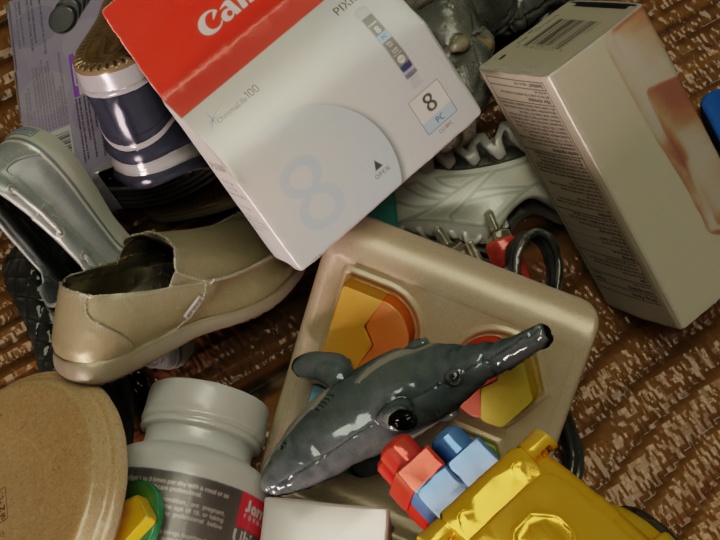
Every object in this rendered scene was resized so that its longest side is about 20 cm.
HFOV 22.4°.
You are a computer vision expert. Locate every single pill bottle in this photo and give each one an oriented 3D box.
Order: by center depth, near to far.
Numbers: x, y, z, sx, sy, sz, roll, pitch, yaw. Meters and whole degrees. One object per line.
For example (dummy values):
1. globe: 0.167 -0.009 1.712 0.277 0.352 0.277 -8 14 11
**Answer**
1. pill bottle: -0.118 0.176 1.165 0.110 0.111 0.201 10 69 5

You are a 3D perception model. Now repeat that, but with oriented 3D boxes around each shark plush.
1. shark plush: 0.033 0.090 1.127 0.199 0.083 0.091 -14 102 21

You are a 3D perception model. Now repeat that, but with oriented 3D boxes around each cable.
1. cable: 0.111 0.053 1.236 0.097 0.050 0.201 -25 94 -19

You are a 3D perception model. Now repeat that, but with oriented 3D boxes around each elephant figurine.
1. elephant figurine: 0.059 -0.181 1.290 0.200 0.155 0.142 -43 99 -20

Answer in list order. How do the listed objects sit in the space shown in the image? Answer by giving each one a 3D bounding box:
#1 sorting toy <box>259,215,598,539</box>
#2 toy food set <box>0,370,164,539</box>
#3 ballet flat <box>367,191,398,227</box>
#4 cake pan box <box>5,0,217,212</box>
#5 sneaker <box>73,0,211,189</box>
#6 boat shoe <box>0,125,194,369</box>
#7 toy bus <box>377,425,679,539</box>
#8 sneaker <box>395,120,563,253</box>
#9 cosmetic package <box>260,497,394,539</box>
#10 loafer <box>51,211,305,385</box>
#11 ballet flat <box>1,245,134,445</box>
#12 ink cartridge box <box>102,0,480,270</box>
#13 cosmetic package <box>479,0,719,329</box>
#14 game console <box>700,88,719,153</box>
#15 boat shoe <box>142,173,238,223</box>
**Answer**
1. sorting toy: 0.039 0.085 1.185 0.184 0.036 0.201 21 108 10
2. toy food set: -0.214 0.160 1.144 0.200 0.049 0.198 -46 44 10
3. ballet flat: 0.000 0.000 1.236 0.062 0.067 0.201 4 107 39
4. cake pan box: -0.151 -0.139 1.288 0.183 0.052 0.201 -22 55 9
5. sneaker: -0.130 -0.129 1.212 0.070 0.109 0.200 -8 29 17
6. boat shoe: -0.188 0.001 1.211 0.070 0.201 0.072 -5 37 46
7. toy bus: 0.088 0.178 1.107 0.136 0.200 0.192 -41 74 -16
8. sneaker: 0.060 -0.046 1.276 0.199 0.075 0.081 -18 80 -3
9. cosmetic package: -0.027 0.253 1.134 0.084 0.108 0.201 3 66 4
10. loafer: -0.113 0.003 1.174 0.200 0.069 0.076 -32 39 -31
11. ballet flat: -0.200 0.066 1.253 0.057 0.066 0.201 -32 63 32
12. ink cartridge box: -0.038 -0.127 1.127 0.160 0.047 0.200 -41 115 -13
13. cosmetic package: 0.175 -0.072 1.209 0.087 0.103 0.201 -36 112 -15
14. game console: 0.357 -0.053 1.296 0.199 0.119 0.171 -9 37 -2
15. boat shoe: -0.057 -0.072 1.287 0.199 0.072 0.072 -23 54 7
